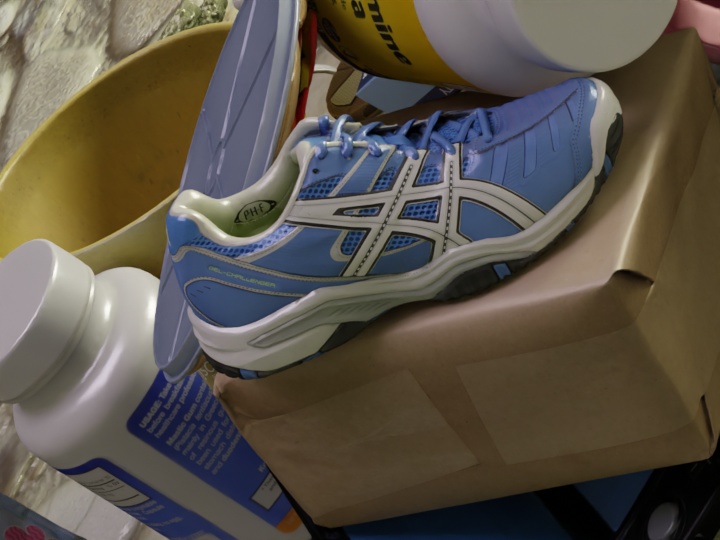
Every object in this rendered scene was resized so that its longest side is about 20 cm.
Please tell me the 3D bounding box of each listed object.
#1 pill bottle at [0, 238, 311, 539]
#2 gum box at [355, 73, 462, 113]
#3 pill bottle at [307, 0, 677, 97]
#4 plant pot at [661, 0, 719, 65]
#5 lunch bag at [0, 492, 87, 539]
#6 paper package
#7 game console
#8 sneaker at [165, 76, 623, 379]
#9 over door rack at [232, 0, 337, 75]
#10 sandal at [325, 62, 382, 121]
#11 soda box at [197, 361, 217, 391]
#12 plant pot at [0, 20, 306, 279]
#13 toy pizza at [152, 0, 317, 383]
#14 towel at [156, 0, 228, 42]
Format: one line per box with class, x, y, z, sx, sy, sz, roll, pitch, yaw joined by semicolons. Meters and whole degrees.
pill bottle;-0.110;0.068;1.300;0.112;0.200;0.113;-36;34;29
gum box;0.077;-0.196;1.308;0.170;0.044;0.201;-37;32;52
pill bottle;0.054;-0.135;1.096;0.113;0.112;0.200;-58;25;-7
plant pot;0.203;-0.221;1.171;0.200;0.200;0.179;-34;19;32
lunch bag;-0.246;0.246;1.398;0.200;0.127;0.170;-48;26;26
paper package;0.064;0.003;1.096;0.199;0.104;0.191;-14;34;30
game console;0.069;0.069;1.113;0.177;0.116;0.200;-60;28;11
sneaker;0.013;-0.029;1.009;0.199;0.077;0.076;-28;28;2
over door rack;-0.055;-0.111;1.546;0.200;0.066;0.148;-50;28;8
sandal;0.064;-0.149;1.432;0.200;0.054;0.080;-45;23;-14
soda box;0.000;0.000;1.256;0.200;0.068;0.064;-43;8;-40
plant pot;-0.095;-0.023;1.413;0.199;0.142;0.201;-27;30;17
toy pizza;-0.053;-0.043;1.144;0.200;0.032;0.202;-164;90;-77
towel;-0.152;-0.090;1.654;0.201;0.036;0.148;-58;3;-10
